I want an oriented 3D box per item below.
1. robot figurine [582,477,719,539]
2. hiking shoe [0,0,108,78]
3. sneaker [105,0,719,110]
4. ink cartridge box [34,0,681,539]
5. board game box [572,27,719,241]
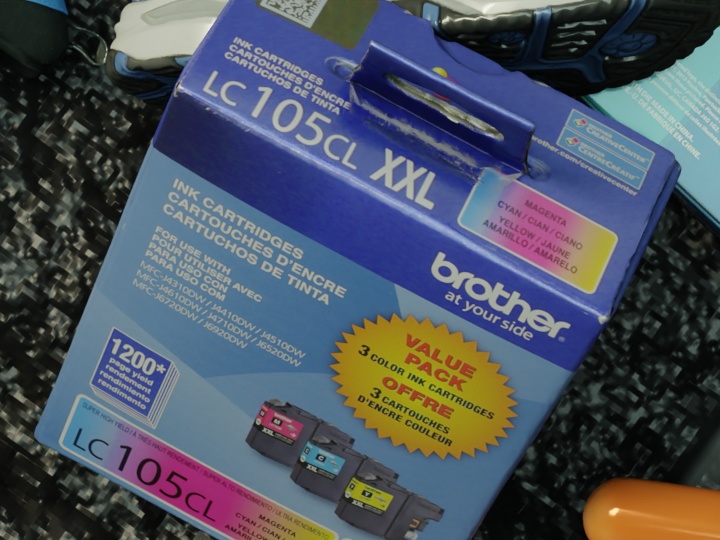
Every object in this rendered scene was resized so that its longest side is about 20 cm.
[{"bbox_3d":[0.106,0.141,0.884,0.200,0.144,0.117,-5,54,2],"label":"robot figurine"},{"bbox_3d":[-0.186,-0.072,0.908,0.200,0.074,0.087,-19,90,2],"label":"hiking shoe"},{"bbox_3d":[0.014,-0.092,0.879,0.200,0.076,0.077,0,74,24],"label":"sneaker"},{"bbox_3d":[0.000,0.000,0.847,0.136,0.076,0.200,28,135,1],"label":"ink cartridge box"},{"bbox_3d":[0.178,-0.084,0.911,0.151,0.047,0.200,44,92,1],"label":"board game box"}]
